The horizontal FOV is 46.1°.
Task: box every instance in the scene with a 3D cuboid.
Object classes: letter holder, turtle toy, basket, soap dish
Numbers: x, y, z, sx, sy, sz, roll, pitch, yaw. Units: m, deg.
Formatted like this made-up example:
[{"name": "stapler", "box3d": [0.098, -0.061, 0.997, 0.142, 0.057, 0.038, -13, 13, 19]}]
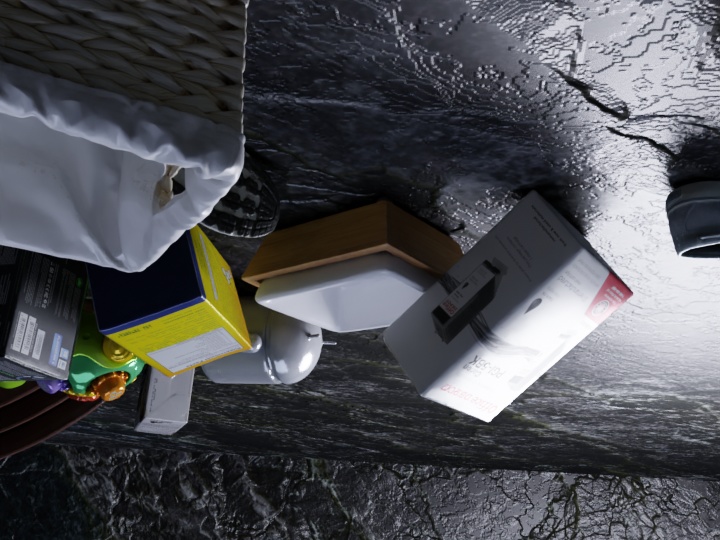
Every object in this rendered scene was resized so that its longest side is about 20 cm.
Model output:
[{"name": "letter holder", "box3d": [-0.479, 0.169, 1.226, 0.198, 0.143, 0.101, -28, 171, -21]}, {"name": "turtle toy", "box3d": [-0.333, 0.093, 0.963, 0.197, 0.103, 0.146, 10, -174, -11]}, {"name": "basket", "box3d": [-0.177, -0.113, 0.470, 0.198, 0.163, 0.198, 15, 158, -26]}, {"name": "soap dish", "box3d": [0.000, 0.000, 0.873, 0.198, 0.082, 0.156, -12, 155, 39]}]

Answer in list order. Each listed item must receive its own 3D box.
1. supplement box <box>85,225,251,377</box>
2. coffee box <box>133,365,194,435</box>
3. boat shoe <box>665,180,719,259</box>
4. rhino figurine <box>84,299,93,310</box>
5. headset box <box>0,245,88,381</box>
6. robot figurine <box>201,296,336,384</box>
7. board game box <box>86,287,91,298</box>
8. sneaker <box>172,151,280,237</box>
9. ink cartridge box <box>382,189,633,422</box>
[{"name": "supplement box", "box3d": [-0.202, 0.027, 0.907, 0.107, 0.111, 0.200, -18, 159, 0]}, {"name": "coffee box", "box3d": [-0.365, 0.235, 1.568, 0.079, 0.115, 0.200, 10, 161, -17]}, {"name": "boat shoe", "box3d": [0.362, -0.029, 0.728, 0.197, 0.073, 0.070, 4, 161, 0]}, {"name": "rhino figurine", "box3d": [-0.370, 0.056, 1.099, 0.197, 0.061, 0.088, 14, 165, 18]}, {"name": "headset box", "box3d": [-0.391, 0.021, 0.871, 0.197, 0.177, 0.093, -5, 157, 21]}, {"name": "robot figurine", "box3d": [-0.135, 0.091, 1.109, 0.197, 0.115, 0.169, -2, 180, 17]}, {"name": "board game box", "box3d": [-0.361, 0.000, 0.994, 0.197, 0.030, 0.096, 0, 147, 10]}, {"name": "sneaker", "box3d": [-0.164, -0.079, 0.728, 0.198, 0.078, 0.088, 19, 170, -23]}, {"name": "ink cartridge box", "box3d": [0.142, 0.042, 0.809, 0.200, 0.083, 0.146, -45, 142, 15]}]
